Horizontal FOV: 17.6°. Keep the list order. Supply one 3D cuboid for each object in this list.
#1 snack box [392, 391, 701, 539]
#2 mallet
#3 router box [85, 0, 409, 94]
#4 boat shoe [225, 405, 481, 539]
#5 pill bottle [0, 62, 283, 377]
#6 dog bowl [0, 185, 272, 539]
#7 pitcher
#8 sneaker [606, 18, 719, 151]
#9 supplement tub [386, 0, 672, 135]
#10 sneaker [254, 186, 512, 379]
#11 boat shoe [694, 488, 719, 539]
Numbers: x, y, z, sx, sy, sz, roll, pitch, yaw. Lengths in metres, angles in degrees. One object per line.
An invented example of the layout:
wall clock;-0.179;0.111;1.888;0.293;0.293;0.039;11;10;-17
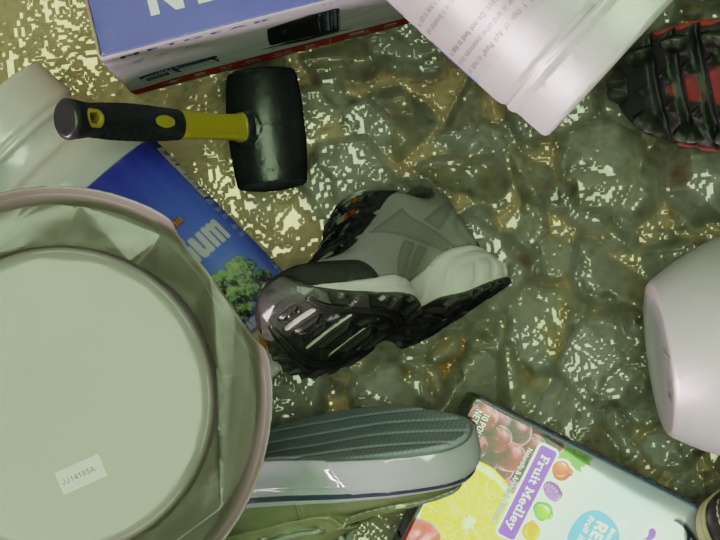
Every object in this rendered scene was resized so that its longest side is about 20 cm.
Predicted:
snack box;0.115;0.171;1.223;0.200;0.053;0.142;27;91;-1
mallet;-0.086;-0.063;1.161;0.041;0.200;0.066;-8;95;29
router box;-0.033;-0.143;1.161;0.200;0.179;0.049;-14;89;0
boat shoe;-0.029;0.115;1.208;0.200;0.072;0.062;-9;108;22
pill bottle;-0.124;-0.007;1.193;0.112;0.112;0.200;-45;91;0
dog bowl;-0.142;0.063;1.100;0.200;0.059;0.201;0;85;-5
pitcher;0.251;0.036;1.166;0.199;0.172;0.122;-8;99;-1
sneaker;0.232;-0.107;1.218;0.200;0.098;0.071;-6;103;23
supplement tub;0.049;-0.170;1.007;0.200;0.132;0.132;43;90;1
sneaker;0.000;0.000;1.165;0.074;0.200;0.079;-36;80;26
boat shoe;0.270;0.116;1.195;0.200;0.065;0.073;-6;59;-18
